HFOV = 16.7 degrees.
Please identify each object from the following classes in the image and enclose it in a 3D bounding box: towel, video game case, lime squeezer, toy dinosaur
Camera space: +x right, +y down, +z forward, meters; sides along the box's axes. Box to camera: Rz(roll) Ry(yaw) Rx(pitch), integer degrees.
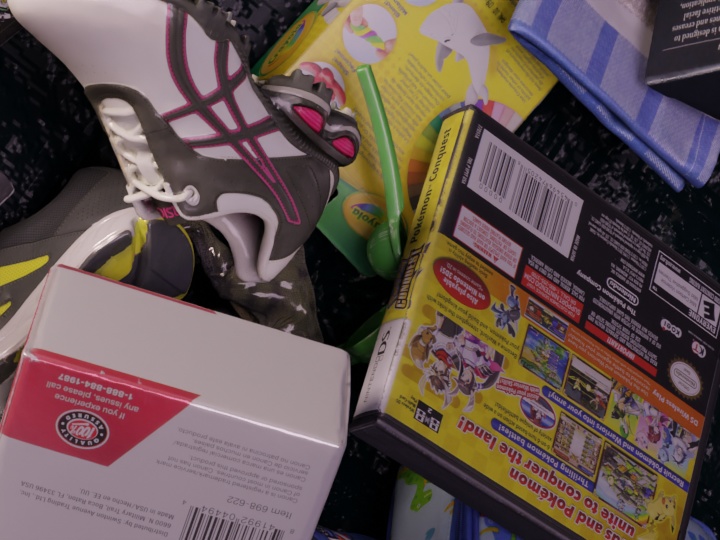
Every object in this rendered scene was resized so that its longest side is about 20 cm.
[{"bbox_3d":[0.163,-0.158,1.260,0.147,0.024,0.200,40,63,-26],"label":"towel"},{"bbox_3d":[0.096,0.044,1.211,0.200,0.025,0.181,34,58,-28],"label":"video game case"},{"bbox_3d":[0.000,0.000,1.207,0.070,0.038,0.200,26,111,15],"label":"lime squeezer"},{"bbox_3d":[-0.058,0.010,1.189,0.088,0.047,0.201,0,99,6],"label":"toy dinosaur"}]

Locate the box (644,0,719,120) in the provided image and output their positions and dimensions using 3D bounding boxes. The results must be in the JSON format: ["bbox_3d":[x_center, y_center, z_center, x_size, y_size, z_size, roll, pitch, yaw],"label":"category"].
[{"bbox_3d":[0.246,-0.166,1.241,0.148,0.107,0.201,21,73,-33],"label":"box"}]

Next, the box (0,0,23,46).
[{"bbox_3d":[-0.223,-0.173,1.069,0.193,0.048,0.200,-38,113,11],"label":"box"}]

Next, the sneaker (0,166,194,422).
[{"bbox_3d":[-0.161,0.032,1.158,0.200,0.085,0.074,-39,128,9],"label":"sneaker"}]

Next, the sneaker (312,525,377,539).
[{"bbox_3d":[-0.030,0.159,1.228,0.200,0.078,0.076,26,88,-25],"label":"sneaker"}]

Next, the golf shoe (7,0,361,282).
[{"bbox_3d":[-0.081,-0.069,1.072,0.200,0.077,0.088,33,72,-38],"label":"golf shoe"}]

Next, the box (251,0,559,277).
[{"bbox_3d":[0.030,-0.105,1.232,0.200,0.048,0.117,-49,114,-13],"label":"box"}]

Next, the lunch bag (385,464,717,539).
[{"bbox_3d":[0.105,0.177,1.248,0.200,0.082,0.161,34,43,-26],"label":"lunch bag"}]

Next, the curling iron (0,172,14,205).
[{"bbox_3d":[-0.243,0.015,1.139,0.200,0.026,0.050,-35,113,-16],"label":"curling iron"}]

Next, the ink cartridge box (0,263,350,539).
[{"bbox_3d":[-0.103,0.117,1.109,0.145,0.083,0.200,17,118,-8],"label":"ink cartridge box"}]
